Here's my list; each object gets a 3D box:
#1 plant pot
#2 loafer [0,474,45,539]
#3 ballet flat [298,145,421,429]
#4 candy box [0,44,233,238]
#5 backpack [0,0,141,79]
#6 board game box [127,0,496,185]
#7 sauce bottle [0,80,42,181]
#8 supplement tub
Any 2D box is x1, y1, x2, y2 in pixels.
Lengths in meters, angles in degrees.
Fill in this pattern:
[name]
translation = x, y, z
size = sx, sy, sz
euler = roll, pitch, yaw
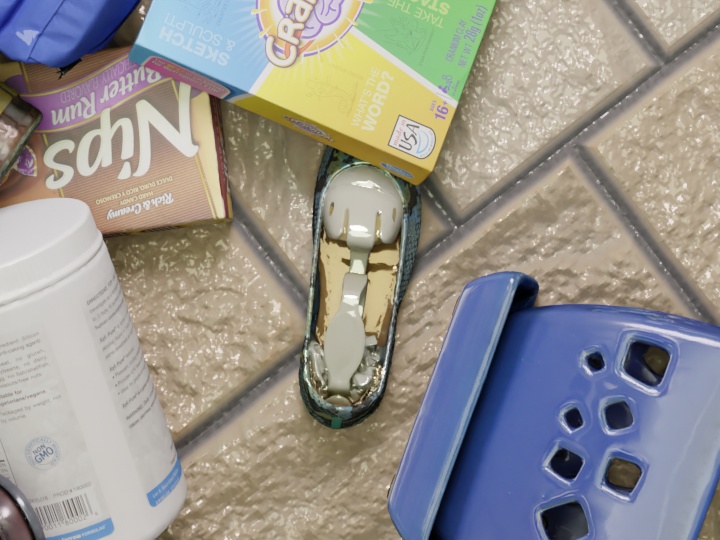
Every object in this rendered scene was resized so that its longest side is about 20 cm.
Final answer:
[plant pot]
translation = 0.125, 0.106, 1.542
size = 0.179, 0.200, 0.201
euler = 21, 91, 8
[loafer]
translation = -0.252, 0.159, 1.527
size = 0.063, 0.200, 0.072
euler = -30, 103, -29
[ballet flat]
translation = 0.000, 0.000, 1.608
size = 0.074, 0.074, 0.201
euler = 3, 90, 3
[candy box]
translation = -0.186, -0.076, 1.623
size = 0.199, 0.056, 0.118
euler = -7, 89, 4
[backpack]
translation = -0.203, -0.207, 1.553
size = 0.168, 0.200, 0.163
euler = 42, 106, -2
[board game box]
translation = -0.024, -0.162, 1.590
size = 0.199, 0.040, 0.154
euler = 22, 77, -8
[sauce bottle]
translation = -0.290, -0.126, 1.560
size = 0.199, 0.065, 0.065
euler = 35, 91, -3
[supplement tub]
translation = -0.193, 0.072, 1.559
size = 0.131, 0.132, 0.201
euler = -16, 108, 2
